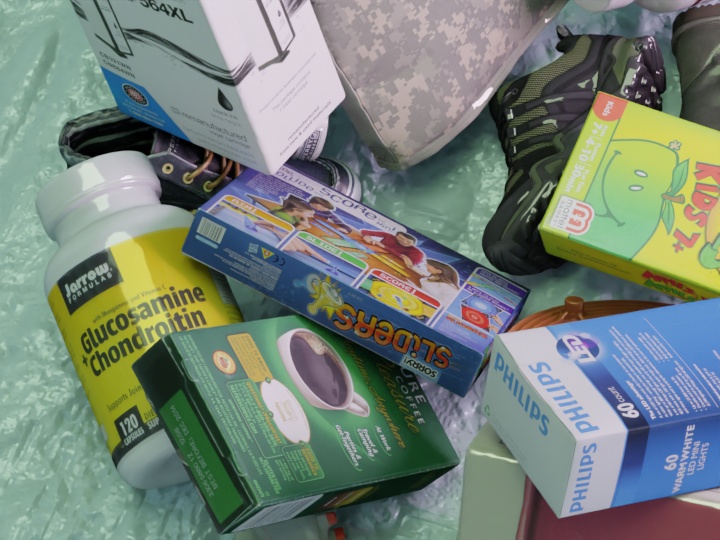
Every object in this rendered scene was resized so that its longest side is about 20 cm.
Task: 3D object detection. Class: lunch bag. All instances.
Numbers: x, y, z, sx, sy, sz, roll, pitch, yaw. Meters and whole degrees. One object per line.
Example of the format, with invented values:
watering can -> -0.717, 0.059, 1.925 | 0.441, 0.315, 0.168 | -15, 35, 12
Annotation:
lunch bag -> 0.031, -0.188, 1.726 | 0.117, 0.164, 0.200 | 12, 54, 42

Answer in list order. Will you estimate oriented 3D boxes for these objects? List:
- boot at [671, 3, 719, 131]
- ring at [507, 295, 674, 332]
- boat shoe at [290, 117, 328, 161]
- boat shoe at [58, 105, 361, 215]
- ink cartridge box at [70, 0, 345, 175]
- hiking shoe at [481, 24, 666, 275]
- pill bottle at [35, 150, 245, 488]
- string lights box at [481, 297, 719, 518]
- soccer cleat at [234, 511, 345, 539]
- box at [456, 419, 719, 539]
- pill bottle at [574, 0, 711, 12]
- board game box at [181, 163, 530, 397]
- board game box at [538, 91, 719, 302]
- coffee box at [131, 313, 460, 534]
boot -> 0.283, -0.090, 1.698 | 0.181, 0.073, 0.200 | -11, 50, 19
ring -> 0.187, 0.054, 1.584 | 0.200, 0.019, 0.200 | 4, 22, -2
boat shoe -> -0.066, -0.152, 1.762 | 0.064, 0.071, 0.200 | 9, 35, -17
boat shoe -> -0.103, -0.065, 1.731 | 0.200, 0.091, 0.071 | -2, 58, 8
ink cartridge box -> -0.110, -0.174, 1.615 | 0.146, 0.200, 0.084 | 24, 62, 35
hiking shoe -> 0.125, -0.080, 1.726 | 0.101, 0.076, 0.200 | 15, 58, 36
pill bottle -> -0.136, 0.030, 1.640 | 0.112, 0.112, 0.200 | -23, 73, -6
string lights box -> 0.182, 0.071, 1.461 | 0.200, 0.059, 0.103 | -9, 38, -23
soccer cleat -> -0.040, 0.208, 1.570 | 0.077, 0.069, 0.200 | -17, 50, 4
box -> 0.168, 0.148, 1.517 | 0.200, 0.109, 0.128 | 12, 23, 17
pill bottle -> 0.234, -0.240, 1.745 | 0.200, 0.113, 0.113 | -17, 55, -23
board game box -> 0.000, 0.000, 1.633 | 0.200, 0.035, 0.135 | 27, 23, 8
board game box -> 0.225, -0.030, 1.618 | 0.200, 0.048, 0.102 | 20, 75, 17
coffee box -> -0.035, 0.088, 1.566 | 0.044, 0.200, 0.123 | -41, 71, 34
